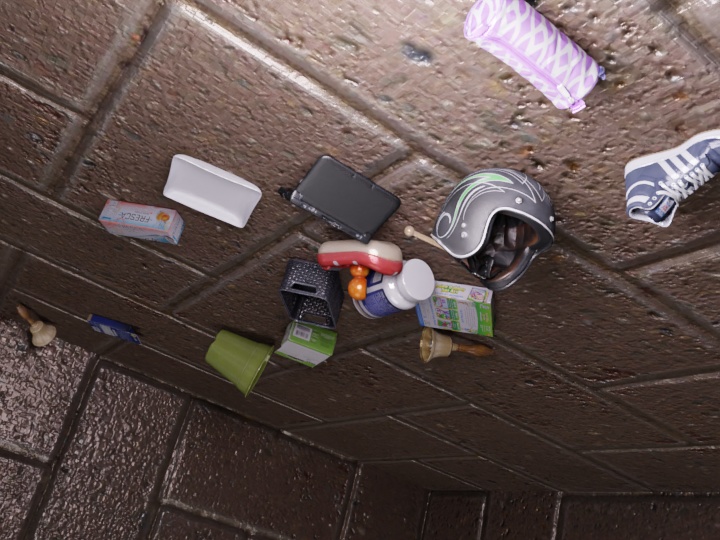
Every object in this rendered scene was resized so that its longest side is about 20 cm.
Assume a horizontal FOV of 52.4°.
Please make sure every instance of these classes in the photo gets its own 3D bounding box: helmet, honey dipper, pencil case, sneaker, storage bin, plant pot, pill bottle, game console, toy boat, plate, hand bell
[{"bbox_3d":[0.236,-0.083,1.273,0.200,0.191,0.200,41,-174,-5],"label":"helmet"},{"bbox_3d":[0.183,-0.047,1.565,0.198,0.038,0.038,23,154,-11],"label":"honey dipper"},{"bbox_3d":[0.229,-0.291,0.976,0.198,0.086,0.084,28,151,-22],"label":"pencil case"},{"bbox_3d":[0.490,-0.135,1.108,0.070,0.110,0.199,30,152,-29],"label":"sneaker"},{"bbox_3d":[-0.125,0.063,1.910,0.133,0.095,0.201,11,154,11],"label":"storage bin"},{"bbox_3d":[-0.421,0.298,2.501,0.188,0.201,0.200,30,155,1],"label":"plant pot"},{"bbox_3d":[0.076,0.041,1.715,0.115,0.117,0.199,29,153,-26],"label":"pill bottle"},{"bbox_3d":[-0.046,-0.152,1.509,0.198,0.117,0.176,29,-177,-24],"label":"game console"},{"bbox_3d":[0.000,0.000,1.627,0.198,0.133,0.130,-2,177,35],"label":"toy boat"},{"bbox_3d":[-0.325,-0.178,1.606,0.198,0.033,0.200,23,154,-13],"label":"plate"},{"bbox_3d":[-1.326,0.204,2.955,0.103,0.105,0.201,6,141,20],"label":"hand bell"},{"bbox_3d":[0.272,0.211,2.017,0.197,0.106,0.104,7,157,-13],"label":"hand bell"}]

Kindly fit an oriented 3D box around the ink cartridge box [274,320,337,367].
[{"bbox_3d":[-0.177,0.231,2.311,0.146,0.077,0.200,22,156,-14],"label":"ink cartridge box"}]

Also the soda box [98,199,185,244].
[{"bbox_3d":[-0.543,-0.121,1.821,0.197,0.064,0.069,10,155,15],"label":"soda box"}]

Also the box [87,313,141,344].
[{"bbox_3d":[-0.940,0.227,2.815,0.197,0.033,0.121,18,155,0],"label":"box"}]

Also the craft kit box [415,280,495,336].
[{"bbox_3d":[0.234,0.093,1.816,0.195,0.049,0.201,11,155,17],"label":"craft kit box"}]
